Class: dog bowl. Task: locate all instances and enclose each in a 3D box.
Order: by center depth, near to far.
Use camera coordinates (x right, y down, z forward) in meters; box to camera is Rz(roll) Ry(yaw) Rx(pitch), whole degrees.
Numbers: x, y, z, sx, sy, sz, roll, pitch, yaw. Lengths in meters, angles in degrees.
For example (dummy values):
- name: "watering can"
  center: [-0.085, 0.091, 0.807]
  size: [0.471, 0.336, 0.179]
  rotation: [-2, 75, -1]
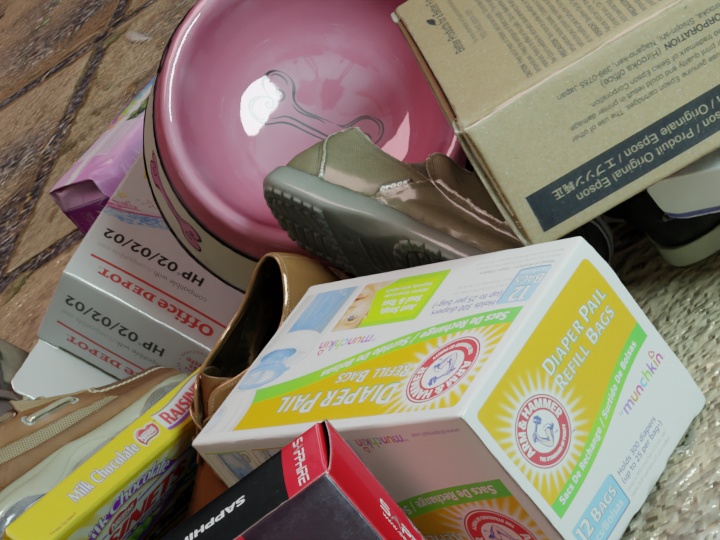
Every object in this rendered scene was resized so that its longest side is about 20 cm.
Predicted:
- name: "dog bowl"
  center: [-0.022, -0.083, 1.186]
  size: [0.200, 0.200, 0.074]
  rotation: [-42, -11, -7]

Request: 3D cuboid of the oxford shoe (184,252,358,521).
- name: "oxford shoe"
  center: [-0.063, 0.085, 1.105]
  size: [0.071, 0.071, 0.201]
  rotation: [10, 79, 45]

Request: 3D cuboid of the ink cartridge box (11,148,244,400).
- name: "ink cartridge box"
  center: [-0.113, 0.011, 1.320]
  size: [0.068, 0.115, 0.200]
  rotation: [-61, 2, 45]

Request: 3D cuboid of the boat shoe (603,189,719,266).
- name: "boat shoe"
  center: [0.137, -0.062, 1.143]
  size: [0.072, 0.068, 0.200]
  rotation: [-42, 20, -3]

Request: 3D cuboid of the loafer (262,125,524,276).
- name: "loafer"
  center: [0.042, -0.023, 1.067]
  size: [0.199, 0.075, 0.070]
  rotation: [26, 66, 32]

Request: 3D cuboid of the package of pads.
- name: "package of pads"
  center: [-0.102, -0.078, 1.487]
  size: [0.075, 0.121, 0.200]
  rotation: [-13, 33, 54]

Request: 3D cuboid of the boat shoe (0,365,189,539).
- name: "boat shoe"
  center: [-0.158, 0.092, 1.152]
  size: [0.200, 0.072, 0.076]
  rotation: [-33, -30, -55]

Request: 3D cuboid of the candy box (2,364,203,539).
- name: "candy box"
  center: [-0.119, 0.117, 1.132]
  size: [0.200, 0.026, 0.103]
  rotation: [-41, -23, -45]

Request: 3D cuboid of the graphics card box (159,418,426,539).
- name: "graphics card box"
  center: [-0.056, 0.170, 0.924]
  size: [0.199, 0.126, 0.051]
  rotation: [-35, 22, 9]

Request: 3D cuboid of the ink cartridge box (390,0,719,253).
- name: "ink cartridge box"
  center: [0.114, -0.108, 1.038]
  size: [0.164, 0.075, 0.200]
  rotation: [-30, 23, 5]

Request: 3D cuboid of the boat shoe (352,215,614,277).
- name: "boat shoe"
  center: [0.040, 0.031, 1.129]
  size: [0.199, 0.070, 0.066]
  rotation: [-24, 24, 18]

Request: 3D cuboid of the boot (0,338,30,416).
- name: "boot"
  center: [-0.209, 0.069, 1.338]
  size: [0.070, 0.146, 0.200]
  rotation: [-45, 19, 16]

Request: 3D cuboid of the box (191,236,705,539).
- name: "box"
  center: [0.037, 0.069, 1.000]
  size: [0.199, 0.102, 0.113]
  rotation: [-12, 35, 51]

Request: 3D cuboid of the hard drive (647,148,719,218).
- name: "hard drive"
  center: [0.225, -0.111, 1.024]
  size: [0.132, 0.025, 0.200]
  rotation: [-12, 38, 49]
